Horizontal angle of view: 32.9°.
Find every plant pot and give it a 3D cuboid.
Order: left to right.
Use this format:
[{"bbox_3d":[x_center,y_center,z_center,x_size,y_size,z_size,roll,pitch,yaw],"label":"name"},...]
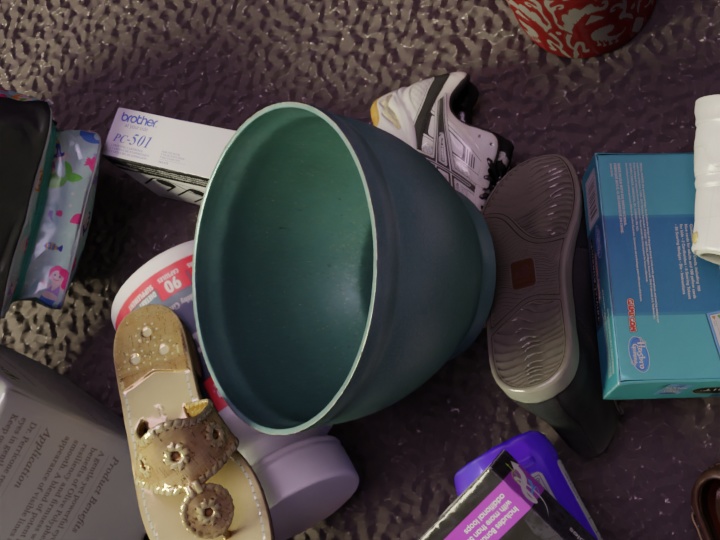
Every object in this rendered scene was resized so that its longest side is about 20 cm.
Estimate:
[{"bbox_3d":[0.000,0.000,0.775,0.200,0.134,0.201,-3,86,52],"label":"plant pot"}]

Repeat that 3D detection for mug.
[{"bbox_3d":[0.133,-0.257,0.848,0.133,0.200,0.178,-24,66,13],"label":"mug"}]

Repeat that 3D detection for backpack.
[{"bbox_3d":[-0.290,-0.055,0.962,0.200,0.150,0.178,10,86,64],"label":"backpack"}]

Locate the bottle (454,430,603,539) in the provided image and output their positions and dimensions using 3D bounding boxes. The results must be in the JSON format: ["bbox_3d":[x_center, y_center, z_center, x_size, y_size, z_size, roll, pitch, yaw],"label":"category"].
[{"bbox_3d":[0.130,0.202,0.766,0.065,0.084,0.200,-24,77,-15],"label":"bottle"}]

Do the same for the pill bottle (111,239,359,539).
[{"bbox_3d":[-0.086,0.086,0.869,0.120,0.120,0.200,-36,65,7],"label":"pill bottle"}]

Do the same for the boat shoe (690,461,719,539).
[{"bbox_3d":[0.255,0.205,0.717,0.075,0.075,0.202,-41,60,20],"label":"boat shoe"}]

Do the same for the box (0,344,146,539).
[{"bbox_3d":[-0.277,0.160,0.864,0.200,0.171,0.199,25,83,46],"label":"box"}]

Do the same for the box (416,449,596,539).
[{"bbox_3d":[0.109,0.224,0.713,0.200,0.036,0.143,43,116,9],"label":"box"}]

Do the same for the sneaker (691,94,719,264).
[{"bbox_3d":[0.293,-0.035,0.730,0.200,0.074,0.116,7,86,-3],"label":"sneaker"}]

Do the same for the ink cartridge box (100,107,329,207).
[{"bbox_3d":[-0.089,-0.073,0.934,0.200,0.094,0.044,14,78,24],"label":"ink cartridge box"}]

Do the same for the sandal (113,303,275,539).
[{"bbox_3d":[-0.119,0.102,0.755,0.078,0.070,0.212,-25,58,2],"label":"sandal"}]

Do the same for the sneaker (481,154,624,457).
[{"bbox_3d":[0.130,0.023,0.828,0.075,0.106,0.200,-11,51,26],"label":"sneaker"}]

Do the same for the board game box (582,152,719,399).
[{"bbox_3d":[0.249,0.002,0.770,0.200,0.047,0.151,-1,72,-2],"label":"board game box"}]

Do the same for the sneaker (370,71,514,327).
[{"bbox_3d":[0.074,-0.059,0.877,0.088,0.076,0.200,-24,67,13],"label":"sneaker"}]
